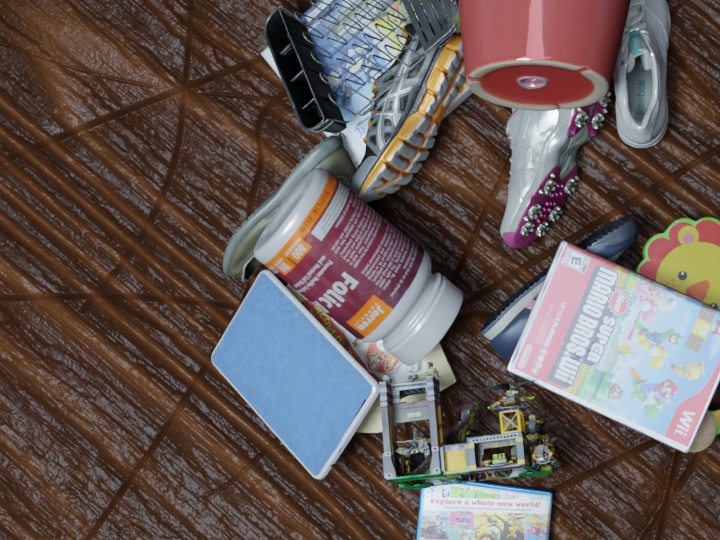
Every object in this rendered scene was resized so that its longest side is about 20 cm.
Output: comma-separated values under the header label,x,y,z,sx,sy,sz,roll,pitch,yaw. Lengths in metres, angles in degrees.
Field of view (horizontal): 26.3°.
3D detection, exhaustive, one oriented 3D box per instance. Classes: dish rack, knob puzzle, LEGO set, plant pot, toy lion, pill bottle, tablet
label,x,y,z,sx,sy,sz,roll,pitch,yaw
dish rack,0.004,-0.247,1.562,0.199,0.054,0.155,-37,60,26
knob puzzle,-0.018,0.082,1.665,0.217,0.030,0.223,0,91,11
LEGO set,0.105,0.154,1.581,0.198,0.153,0.117,-10,75,23
plant pot,0.178,-0.263,1.510,0.198,0.200,0.180,3,77,12
toy lion,0.347,0.055,1.579,0.191,0.069,0.201,-37,84,2
pill bottle,0.000,0.000,1.567,0.199,0.114,0.115,38,98,-11
tablet,-0.072,0.109,1.635,0.200,0.014,0.131,45,114,29

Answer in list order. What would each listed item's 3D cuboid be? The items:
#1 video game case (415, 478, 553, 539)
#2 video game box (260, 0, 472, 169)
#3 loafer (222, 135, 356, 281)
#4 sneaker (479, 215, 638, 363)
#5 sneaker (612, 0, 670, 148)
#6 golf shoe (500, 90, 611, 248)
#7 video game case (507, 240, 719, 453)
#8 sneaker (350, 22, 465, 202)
label,x,y,z,sx,sy,sz,roll,pitch,yaw
video game case,0.126,0.327,1.644,0.141,0.018,0.203,6,92,12
video game box,0.023,-0.226,1.647,0.200,0.047,0.183,-41,85,9
loafer,-0.073,-0.053,1.642,0.070,0.075,0.200,44,115,2
sneaker,0.222,0.028,1.602,0.200,0.070,0.082,-40,91,15
sneaker,0.282,-0.231,1.570,0.074,0.088,0.203,-9,84,12
golf shoe,0.186,-0.124,1.610,0.091,0.075,0.202,29,99,32
video game case,0.264,0.075,1.542,0.198,0.017,0.144,24,92,8
sneaker,0.041,-0.163,1.591,0.077,0.078,0.201,32,94,20
